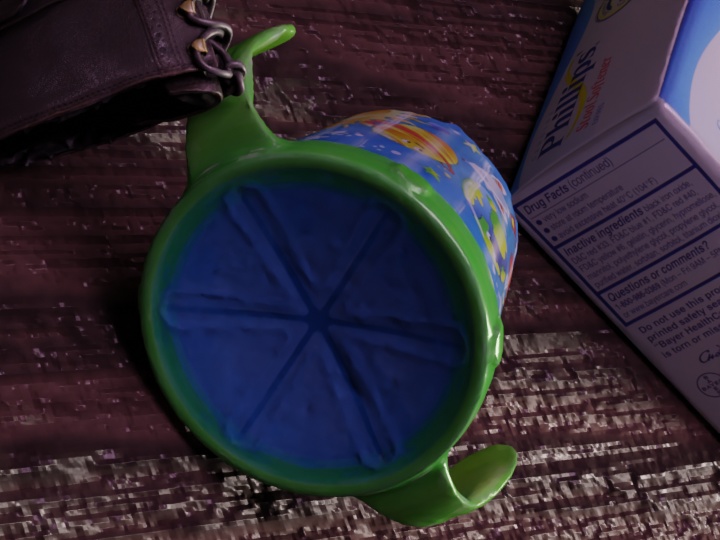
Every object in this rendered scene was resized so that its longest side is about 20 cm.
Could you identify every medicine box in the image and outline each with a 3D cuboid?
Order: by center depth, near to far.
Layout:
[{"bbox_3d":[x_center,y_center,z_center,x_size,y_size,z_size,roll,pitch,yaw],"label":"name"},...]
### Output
[{"bbox_3d":[0.186,-0.039,1.270,0.200,0.103,0.182,46,37,-18],"label":"medicine box"}]

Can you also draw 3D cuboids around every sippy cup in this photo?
[{"bbox_3d":[0.000,0.000,1.007,0.130,0.139,0.178,-50,150,-64],"label":"sippy cup"}]

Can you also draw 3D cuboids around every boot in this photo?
[{"bbox_3d":[-0.075,-0.134,0.973,0.069,0.200,0.174,44,23,-61],"label":"boot"}]
